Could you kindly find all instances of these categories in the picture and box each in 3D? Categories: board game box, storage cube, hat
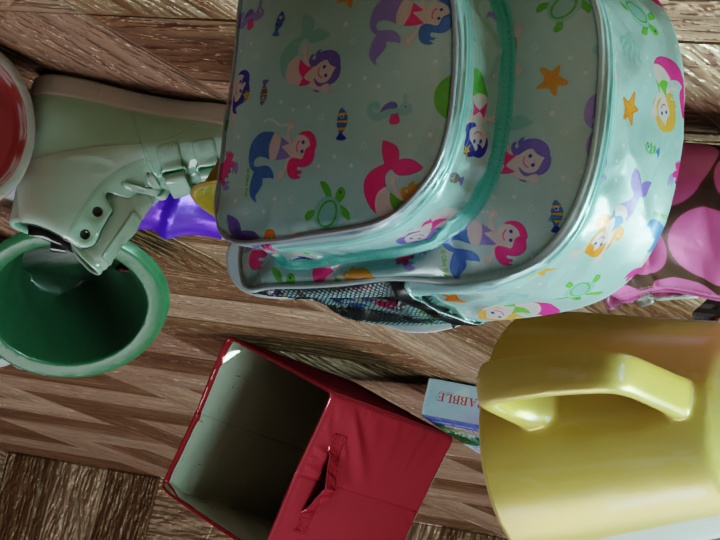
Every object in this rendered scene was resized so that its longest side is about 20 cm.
[{"bbox_3d":[0.183,0.161,2.550,0.200,0.041,0.200,10,169,22],"label":"board game box"},{"bbox_3d":[-0.051,0.190,2.534,0.180,0.171,0.200,22,-178,-43],"label":"storage cube"},{"bbox_3d":[-0.246,-0.022,2.188,0.166,0.176,0.200,18,131,-18],"label":"hat"}]

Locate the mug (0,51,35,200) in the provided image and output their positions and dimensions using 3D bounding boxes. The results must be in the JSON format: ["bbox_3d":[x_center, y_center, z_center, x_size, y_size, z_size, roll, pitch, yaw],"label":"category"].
[{"bbox_3d":[-0.321,-0.089,1.621,0.177,0.134,0.200,20,165,-41],"label":"mug"}]

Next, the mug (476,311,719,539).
[{"bbox_3d":[0.159,0.095,1.436,0.153,0.150,0.187,-6,-169,33],"label":"mug"}]

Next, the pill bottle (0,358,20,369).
[{"bbox_3d":[-0.348,0.024,2.300,0.200,0.110,0.110,21,167,-37],"label":"pill bottle"}]

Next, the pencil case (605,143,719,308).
[{"bbox_3d":[0.215,-0.018,1.372,0.200,0.094,0.091,6,-175,36],"label":"pencil case"}]

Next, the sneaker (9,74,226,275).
[{"bbox_3d":[-0.120,-0.046,1.618,0.200,0.118,0.074,10,168,9],"label":"sneaker"}]

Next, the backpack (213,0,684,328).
[{"bbox_3d":[0.039,-0.066,1.156,0.200,0.178,0.151,2,170,33],"label":"backpack"}]

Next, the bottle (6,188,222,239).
[{"bbox_3d":[-0.170,-0.065,1.724,0.200,0.065,0.084,15,168,-8],"label":"bottle"}]

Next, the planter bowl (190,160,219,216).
[{"bbox_3d":[0.008,-0.059,1.482,0.200,0.084,0.200,12,170,2],"label":"planter bowl"}]

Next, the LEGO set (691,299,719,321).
[{"bbox_3d":[0.284,0.066,1.507,0.154,0.116,0.200,16,137,47],"label":"LEGO set"}]

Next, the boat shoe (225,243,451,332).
[{"bbox_3d":[0.000,0.000,1.889,0.200,0.069,0.057,11,-172,23],"label":"boat shoe"}]
